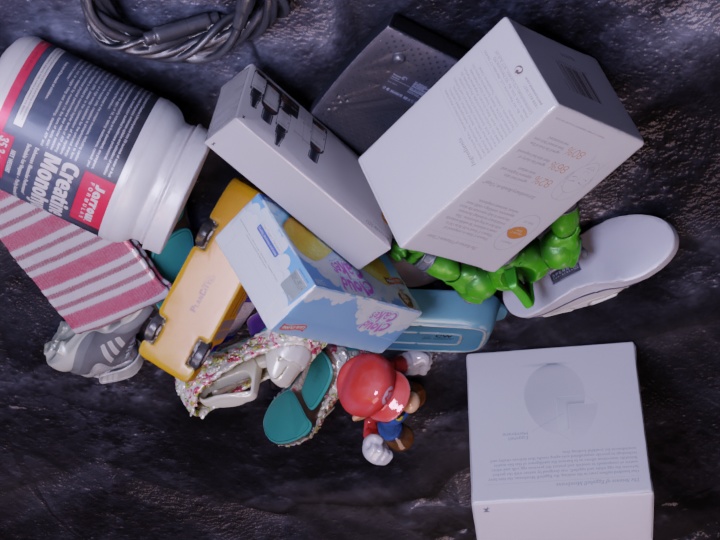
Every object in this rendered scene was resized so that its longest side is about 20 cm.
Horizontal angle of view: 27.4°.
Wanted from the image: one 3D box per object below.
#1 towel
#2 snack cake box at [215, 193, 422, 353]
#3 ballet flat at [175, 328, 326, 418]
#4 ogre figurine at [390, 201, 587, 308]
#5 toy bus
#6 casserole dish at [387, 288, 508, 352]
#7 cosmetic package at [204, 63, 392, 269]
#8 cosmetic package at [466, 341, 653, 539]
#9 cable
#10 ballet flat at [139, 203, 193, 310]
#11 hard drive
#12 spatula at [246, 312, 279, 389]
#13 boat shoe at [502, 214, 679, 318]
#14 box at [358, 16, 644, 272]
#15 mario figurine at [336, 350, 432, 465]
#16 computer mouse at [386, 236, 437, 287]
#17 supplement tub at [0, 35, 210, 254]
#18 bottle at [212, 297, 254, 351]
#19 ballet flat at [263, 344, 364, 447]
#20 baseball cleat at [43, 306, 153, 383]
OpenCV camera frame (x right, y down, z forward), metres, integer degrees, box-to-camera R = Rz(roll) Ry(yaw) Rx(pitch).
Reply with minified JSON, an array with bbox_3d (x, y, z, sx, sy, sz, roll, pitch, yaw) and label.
[{"bbox_3d":[-0.291,-0.032,1.499,0.145,0.030,0.201,-19,116,34],"label":"towel"},{"bbox_3d":[-0.036,0.006,1.422,0.067,0.115,0.199,-43,153,19],"label":"snack cake box"},{"bbox_3d":[-0.108,0.105,1.590,0.198,0.064,0.076,-25,143,16],"label":"ballet flat"},{"bbox_3d":[0.141,-0.027,1.498,0.199,0.098,0.120,-34,126,5],"label":"ogre figurine"},{"bbox_3d":[-0.144,0.009,1.481,0.065,0.078,0.201,29,96,6],"label":"toy bus"},{"bbox_3d":[0.063,0.057,1.619,0.197,0.039,0.121,2,160,-2],"label":"casserole dish"},{"bbox_3d":[-0.050,-0.095,1.377,0.050,0.083,0.200,-30,123,36],"label":"cosmetic package"},{"bbox_3d":[0.225,0.204,1.687,0.197,0.202,0.124,-4,139,7],"label":"cosmetic package"},{"bbox_3d":[-0.156,-0.250,1.298,0.199,0.051,0.163,-25,138,24],"label":"cable"},{"bbox_3d":[-0.208,-0.050,1.512,0.068,0.068,0.201,-28,141,-35],"label":"ballet flat"},{"bbox_3d":[0.024,-0.152,1.402,0.134,0.043,0.200,22,135,-22],"label":"hard drive"},{"bbox_3d":[-0.097,0.092,1.680,0.056,0.021,0.200,-23,157,-12],"label":"spatula"},{"bbox_3d":[0.250,0.001,1.565,0.199,0.072,0.070,-28,159,25],"label":"boat shoe"},{"bbox_3d":[0.126,-0.108,1.344,0.200,0.107,0.152,-41,148,27],"label":"box"},{"bbox_3d":[0.043,0.153,1.663,0.105,0.125,0.200,-22,162,6],"label":"mario figurine"},{"bbox_3d":[0.000,0.000,1.575,0.198,0.046,0.141,14,136,-15],"label":"computer mouse"},{"bbox_3d":[-0.248,-0.113,1.353,0.198,0.141,0.141,25,136,-5],"label":"supplement tub"},{"bbox_3d":[-0.165,0.040,1.612,0.083,0.066,0.200,14,139,-22],"label":"bottle"},{"bbox_3d":[-0.048,0.146,1.736,0.063,0.076,0.200,-14,157,-37],"label":"ballet flat"},{"bbox_3d":[-0.268,0.067,1.657,0.106,0.070,0.199,26,144,-35],"label":"baseball cleat"}]
